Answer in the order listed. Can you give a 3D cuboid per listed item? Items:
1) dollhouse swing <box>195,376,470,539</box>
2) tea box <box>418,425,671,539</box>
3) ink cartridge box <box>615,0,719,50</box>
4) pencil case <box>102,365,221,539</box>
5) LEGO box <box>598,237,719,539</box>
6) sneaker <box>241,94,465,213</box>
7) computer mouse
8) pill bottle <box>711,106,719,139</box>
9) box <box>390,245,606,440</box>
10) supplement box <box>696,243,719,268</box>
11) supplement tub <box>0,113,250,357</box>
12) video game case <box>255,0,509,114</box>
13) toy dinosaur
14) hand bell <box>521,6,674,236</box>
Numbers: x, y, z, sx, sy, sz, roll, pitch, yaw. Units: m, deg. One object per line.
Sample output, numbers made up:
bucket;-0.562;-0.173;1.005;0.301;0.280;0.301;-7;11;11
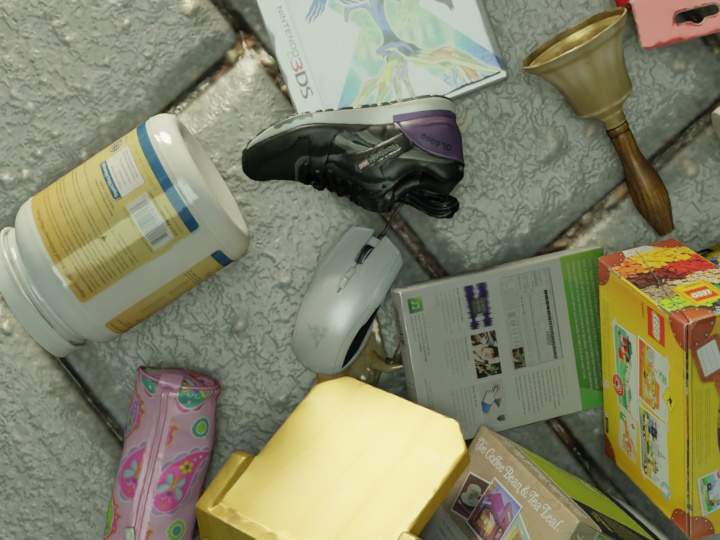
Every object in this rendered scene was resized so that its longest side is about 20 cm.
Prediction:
dollhouse swing;-0.008;0.227;1.079;0.198;0.175;0.184;18;128;35
tea box;0.177;0.258;1.059;0.195;0.200;0.135;31;94;-21
ink cartridge box;0.275;-0.304;1.117;0.114;0.067;0.203;-13;93;3
pencil case;-0.185;0.190;1.153;0.086;0.087;0.203;14;93;1
LEGO box;0.270;0.096;1.063;0.076;0.149;0.203;-13;115;-14
sneaker;-0.006;-0.092;1.103;0.197;0.076;0.089;-11;73;2
computer mouse;0.000;0.000;1.134;0.109;0.044;0.202;26;85;15
pill bottle;0.410;-0.165;1.099;0.198;0.111;0.112;-33;92;4
box;0.134;0.067;1.130;0.197;0.036;0.147;-11;98;-11
supplement box;0.399;0.008;1.110;0.197;0.109;0.111;-21;92;2
supplement tub;-0.213;-0.029;1.111;0.198;0.145;0.146;-32;92;3
video game case;0.015;-0.228;1.154;0.197;0.022;0.185;-20;92;3
toy dinosaur;-0.001;0.116;1.166;0.100;0.058;0.203;22;86;15
hand bell;0.236;-0.122;1.132;0.103;0.104;0.202;-30;104;3
